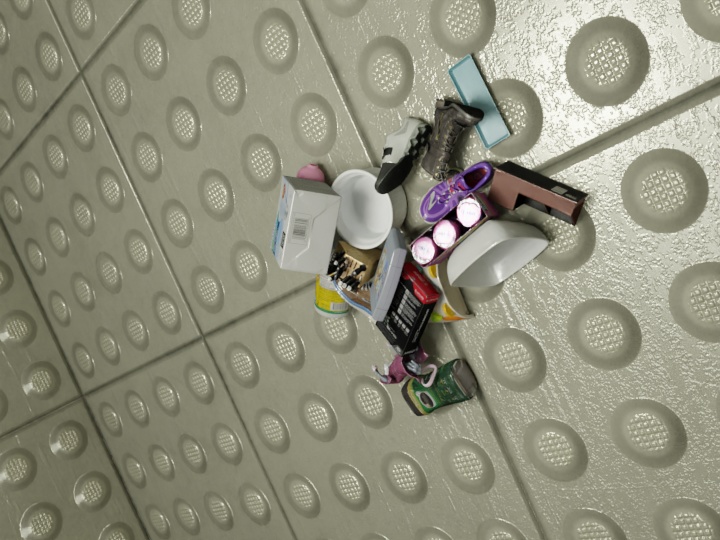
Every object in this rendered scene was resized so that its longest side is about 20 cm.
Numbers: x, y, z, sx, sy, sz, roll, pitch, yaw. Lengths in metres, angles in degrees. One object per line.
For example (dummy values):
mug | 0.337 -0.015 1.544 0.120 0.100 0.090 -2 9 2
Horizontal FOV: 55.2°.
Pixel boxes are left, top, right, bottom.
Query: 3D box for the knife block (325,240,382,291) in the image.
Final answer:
knife block | 0.000 0.000 1.740 0.065 0.197 0.176 -65 33 22

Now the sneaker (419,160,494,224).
sneaker | 0.215 -0.186 1.568 0.199 0.083 0.081 -39 84 10

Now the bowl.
bowl | 0.299 -0.045 1.544 0.200 0.197 0.076 -43 60 39

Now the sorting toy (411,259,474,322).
sorting toy | 0.160 0.058 1.736 0.178 0.106 0.203 -19 94 42

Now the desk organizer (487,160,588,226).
desk organizer | 0.382 -0.161 1.505 0.198 0.071 0.078 29 125 26

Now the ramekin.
ramekin | 0.023 -0.166 1.762 0.198 0.097 0.205 15 116 33

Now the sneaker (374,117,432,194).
sneaker | 0.084 -0.278 1.657 0.088 0.074 0.202 34 87 31

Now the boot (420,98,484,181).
boot | 0.202 -0.287 1.551 0.200 0.068 0.178 -132 52 -64

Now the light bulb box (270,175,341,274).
light bulb box | -0.142 -0.118 1.732 0.200 0.122 0.202 -133 53 -68

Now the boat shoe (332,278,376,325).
boat shoe | 0.016 0.068 1.813 0.199 0.072 0.073 38 108 -10

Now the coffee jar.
coffee jar | 0.202 0.310 1.808 0.199 0.085 0.105 -30 99 40

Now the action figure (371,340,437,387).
action figure | 0.116 0.252 1.831 0.148 0.135 0.201 34 145 2

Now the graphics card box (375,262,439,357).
graphics card box | 0.113 0.097 1.694 0.126 0.050 0.203 49 133 36

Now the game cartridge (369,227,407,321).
game cartridge | 0.065 0.013 1.675 0.041 0.134 0.203 15 116 -6

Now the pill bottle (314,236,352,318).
pill bottle | -0.066 0.018 1.889 0.111 0.112 0.204 23 120 29

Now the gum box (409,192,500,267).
gum box | 0.209 -0.089 1.560 0.199 0.113 0.067 -41 78 25

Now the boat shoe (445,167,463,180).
boat shoe | 0.219 -0.139 1.641 0.072 0.064 0.204 10 111 36

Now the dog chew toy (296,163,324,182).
dog chew toy | -0.149 -0.190 1.878 0.123 0.124 0.204 24 112 28

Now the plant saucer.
plant saucer | 0.267 -0.378 1.548 0.069 0.019 0.203 -27 90 40
